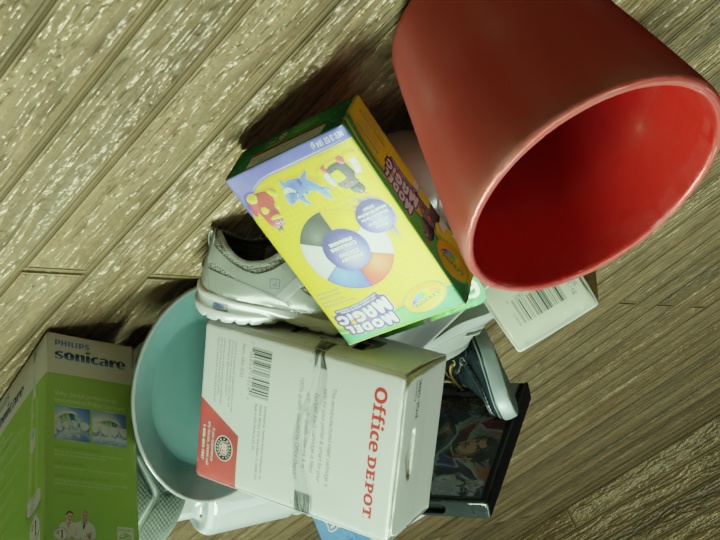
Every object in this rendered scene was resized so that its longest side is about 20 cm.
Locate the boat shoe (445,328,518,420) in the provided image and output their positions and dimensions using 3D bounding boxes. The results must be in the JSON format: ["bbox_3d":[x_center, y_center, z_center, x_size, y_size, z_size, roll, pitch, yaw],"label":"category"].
[{"bbox_3d":[0.108,0.105,1.241,0.090,0.201,0.071,-25,126,5],"label":"boat shoe"}]

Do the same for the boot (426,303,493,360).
[{"bbox_3d":[0.053,0.070,1.131,0.199,0.074,0.096,-13,146,-35],"label":"boot"}]

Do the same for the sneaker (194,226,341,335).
[{"bbox_3d":[-0.040,0.003,0.944,0.198,0.075,0.083,1,116,-9],"label":"sneaker"}]

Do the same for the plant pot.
[{"bbox_3d":[0.119,-0.114,0.771,0.199,0.178,0.201,-20,147,-14],"label":"plant pot"}]

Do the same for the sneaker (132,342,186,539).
[{"bbox_3d":[-0.206,0.168,1.042,0.070,0.202,0.080,21,149,-38],"label":"sneaker"}]

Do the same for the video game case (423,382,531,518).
[{"bbox_3d":[0.077,0.188,1.209,0.179,0.026,0.200,-2,-150,23],"label":"video game case"}]

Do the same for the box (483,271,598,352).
[{"bbox_3d":[0.179,-0.001,1.115,0.095,0.078,0.200,-33,-175,18],"label":"box"}]

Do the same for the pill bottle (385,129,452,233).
[{"bbox_3d":[0.110,-0.091,0.920,0.198,0.113,0.113,-17,156,-20],"label":"pill bottle"}]

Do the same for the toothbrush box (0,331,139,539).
[{"bbox_3d":[-0.262,0.180,0.979,0.085,0.202,0.146,12,139,-32],"label":"toothbrush box"}]

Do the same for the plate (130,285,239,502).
[{"bbox_3d":[-0.140,0.111,1.032,0.025,0.203,0.199,2,177,38],"label":"plate"}]

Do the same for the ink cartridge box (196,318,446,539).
[{"bbox_3d":[-0.035,0.125,0.960,0.083,0.198,0.148,-17,117,-59],"label":"ink cartridge box"}]

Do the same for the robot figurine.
[{"bbox_3d":[-0.114,0.204,1.153,0.198,0.114,0.169,-7,-178,-27],"label":"robot figurine"}]

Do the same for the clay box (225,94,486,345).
[{"bbox_3d":[0.002,-0.023,0.853,0.114,0.048,0.201,-21,117,31],"label":"clay box"}]

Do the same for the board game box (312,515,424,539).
[{"bbox_3d":[0.009,0.220,1.359,0.199,0.200,0.043,-36,155,22],"label":"board game box"}]

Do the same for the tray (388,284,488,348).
[{"bbox_3d":[0.052,0.003,1.014,0.200,0.022,0.107,-44,110,7],"label":"tray"}]
